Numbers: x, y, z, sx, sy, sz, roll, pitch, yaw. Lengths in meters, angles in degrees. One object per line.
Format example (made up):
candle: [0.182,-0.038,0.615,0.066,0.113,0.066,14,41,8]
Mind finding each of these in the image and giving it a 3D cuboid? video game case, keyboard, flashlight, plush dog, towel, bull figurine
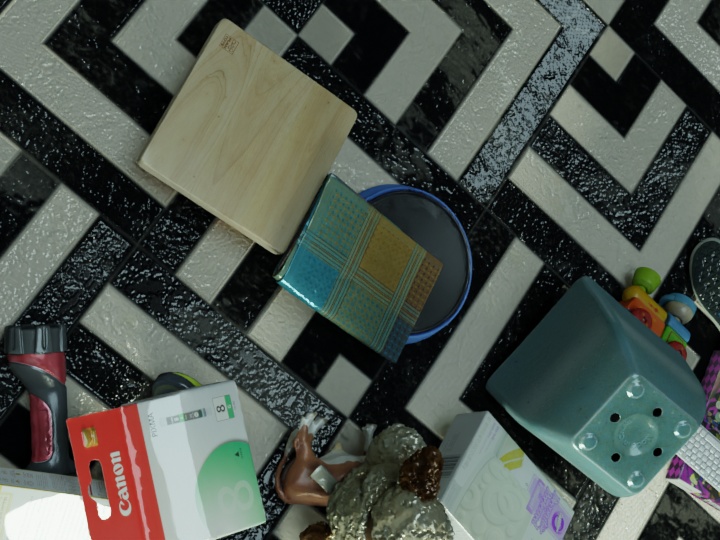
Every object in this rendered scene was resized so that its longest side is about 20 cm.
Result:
video game case: [0.532,0.240,1.895,0.181,0.036,0.200,32,73,-18]
keyboard: [0.445,0.230,1.835,0.200,0.011,0.056,41,74,2]
flashlight: [-0.347,0.158,1.463,0.068,0.068,0.200,1,88,-63]
plush dog: [0.037,0.280,1.500,0.160,0.172,0.200,-8,90,-32]
towel: [0.000,0.000,1.609,0.200,0.022,0.147,37,71,-30]
bull figurine: [-0.006,0.239,1.619,0.200,0.065,0.122,12,76,-28]

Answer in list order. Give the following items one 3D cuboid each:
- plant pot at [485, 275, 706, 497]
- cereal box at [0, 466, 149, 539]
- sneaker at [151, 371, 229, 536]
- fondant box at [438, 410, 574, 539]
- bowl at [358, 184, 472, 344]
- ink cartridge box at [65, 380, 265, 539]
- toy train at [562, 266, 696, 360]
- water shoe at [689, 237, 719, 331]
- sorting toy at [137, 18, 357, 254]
plant pot: [0.305,0.163,1.665,0.196,0.200,0.196,38,99,-18]
cereal box: [-0.337,0.280,1.430,0.200,0.040,0.144,13,113,-25]
sneaker: [-0.191,0.210,1.509,0.081,0.074,0.200,-21,94,-65]
fondant box: [0.165,0.291,1.667,0.200,0.058,0.144,50,52,-24]
bowl: [0.049,-0.009,1.682,0.200,0.039,0.201,3,84,-26]
ink cartridge box: [-0.200,0.211,1.430,0.200,0.050,0.161,-9,85,-48]
toy train: [0.362,0.040,1.811,0.200,0.085,0.116,41,59,-17]
water shoe: [0.519,0.050,1.898,0.079,0.071,0.200,-2,68,-66]
sorting toy: [-0.137,-0.151,1.588,0.199,0.070,0.200,34,72,-20]
